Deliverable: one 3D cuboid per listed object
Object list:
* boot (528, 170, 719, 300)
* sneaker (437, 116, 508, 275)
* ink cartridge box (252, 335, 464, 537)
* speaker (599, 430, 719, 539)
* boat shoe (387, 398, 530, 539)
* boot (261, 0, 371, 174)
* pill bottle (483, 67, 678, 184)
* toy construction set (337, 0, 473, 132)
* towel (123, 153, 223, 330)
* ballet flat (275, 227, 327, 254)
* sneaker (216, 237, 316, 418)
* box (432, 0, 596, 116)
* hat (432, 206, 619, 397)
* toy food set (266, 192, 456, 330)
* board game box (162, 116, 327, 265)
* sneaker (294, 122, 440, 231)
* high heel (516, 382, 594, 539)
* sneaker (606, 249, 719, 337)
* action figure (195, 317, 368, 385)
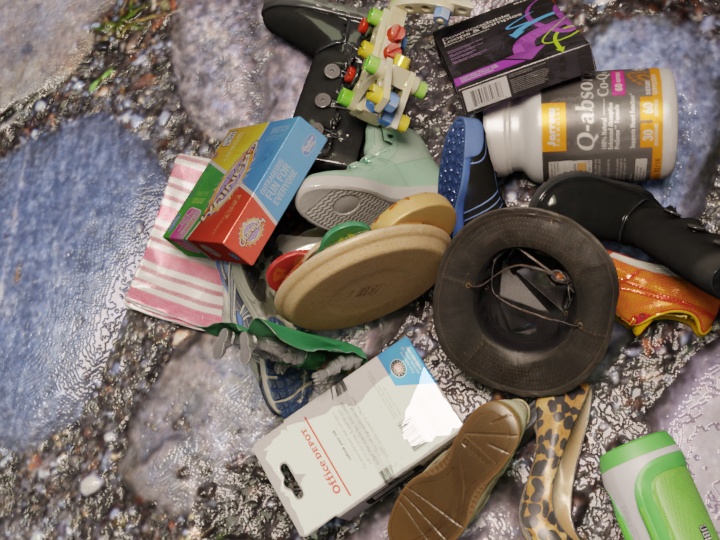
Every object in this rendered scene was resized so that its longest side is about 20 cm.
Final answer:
[{"bbox_3d":[0.279,-0.027,0.959,0.162,0.067,0.200,-3,31,-26],"label":"boot"},{"bbox_3d":[0.127,-0.061,1.048,0.077,0.070,0.204,-3,107,-16],"label":"sneaker"},{"bbox_3d":[0.001,0.177,1.035,0.199,0.068,0.117,-34,70,0],"label":"ink cartridge box"},{"bbox_3d":[0.298,0.260,0.938,0.087,0.089,0.203,-22,70,5],"label":"speaker"},{"bbox_3d":[0.102,0.210,0.986,0.073,0.062,0.201,46,113,20],"label":"boat shoe"},{"bbox_3d":[-0.061,-0.214,1.167,0.162,0.066,0.203,10,80,16],"label":"boot"},{"bbox_3d":[0.232,-0.152,1.061,0.196,0.116,0.118,-2,73,11],"label":"pill bottle"},{"bbox_3d":[0.041,-0.238,1.073,0.092,0.131,0.202,35,70,-14],"label":"toy construction set"},{"bbox_3d":[-0.181,-0.034,1.159,0.144,0.030,0.203,14,76,15],"label":"towel"},{"bbox_3d":[-0.011,-0.024,1.107,0.196,0.069,0.071,-3,72,12],"label":"ballet flat"},{"bbox_3d":[-0.108,0.062,1.091,0.085,0.076,0.203,-12,92,48],"label":"sneaker"},{"bbox_3d":[0.161,-0.242,1.085,0.141,0.036,0.201,-19,29,5],"label":"box"},{"bbox_3d":[0.166,0.021,0.996,0.197,0.081,0.204,6,114,13],"label":"hat"},{"bbox_3d":[0.000,0.000,1.000,0.195,0.201,0.049,-16,67,-14],"label":"toy food set"},{"bbox_3d":[-0.128,-0.085,1.065,0.040,0.199,0.154,36,76,-25],"label":"board game box"},{"bbox_3d":[0.001,-0.108,1.077,0.198,0.074,0.119,-2,55,-35],"label":"sneaker"},{"bbox_3d":[0.216,0.212,0.974,0.142,0.071,0.201,-38,60,5],"label":"high heel"},{"bbox_3d":[0.268,0.023,1.025,0.197,0.073,0.078,12,84,18],"label":"sneaker"},{"bbox_3d":[-0.058,0.085,1.017,0.117,0.198,0.056,7,85,43],"label":"action figure"}]
